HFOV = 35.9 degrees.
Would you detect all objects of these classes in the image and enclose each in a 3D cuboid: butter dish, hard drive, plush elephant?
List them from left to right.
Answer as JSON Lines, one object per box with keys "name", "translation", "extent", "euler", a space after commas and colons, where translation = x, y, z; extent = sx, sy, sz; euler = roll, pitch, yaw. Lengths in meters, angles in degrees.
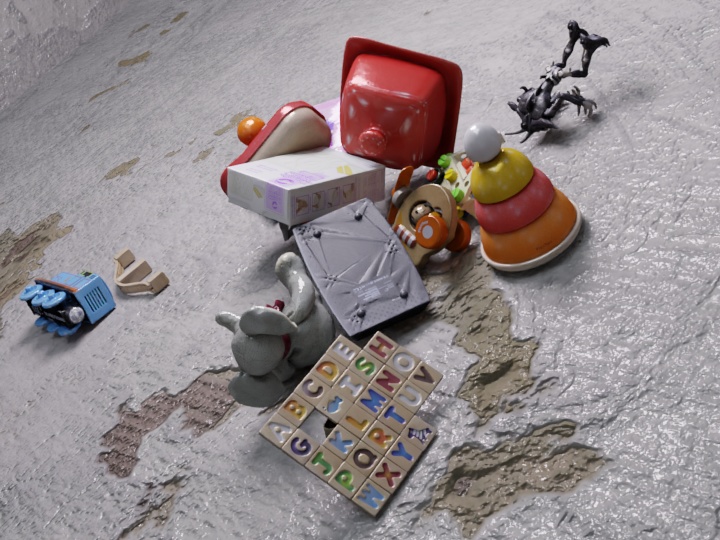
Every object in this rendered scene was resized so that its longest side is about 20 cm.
{"name": "plush elephant", "translation": [-0.120, 0.089, 1.480], "extent": [0.200, 0.154, 0.166], "euler": [42, 120, 44]}
{"name": "hard drive", "translation": [0.000, 0.000, 1.538], "extent": [0.134, 0.042, 0.201], "euler": [-24, 57, -10]}
{"name": "butter dish", "translation": [0.041, -0.229, 1.708], "extent": [0.198, 0.201, 0.148], "euler": [18, 43, 14]}

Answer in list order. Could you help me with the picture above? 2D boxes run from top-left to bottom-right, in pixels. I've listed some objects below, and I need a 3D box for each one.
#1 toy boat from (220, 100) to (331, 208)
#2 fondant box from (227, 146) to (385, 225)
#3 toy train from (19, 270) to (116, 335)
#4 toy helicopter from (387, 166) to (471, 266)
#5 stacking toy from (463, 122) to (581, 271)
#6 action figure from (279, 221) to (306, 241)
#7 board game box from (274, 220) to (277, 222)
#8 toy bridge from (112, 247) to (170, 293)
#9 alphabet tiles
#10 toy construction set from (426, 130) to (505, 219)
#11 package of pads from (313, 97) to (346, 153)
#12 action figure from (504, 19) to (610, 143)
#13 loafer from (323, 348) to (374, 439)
{"name": "toy boat", "translation": [-0.152, -0.198, 1.789], "extent": [0.200, 0.130, 0.131], "euler": [-49, 61, 5]}
{"name": "fondant box", "translation": [-0.080, -0.131, 1.672], "extent": [0.199, 0.059, 0.144], "euler": [-19, 30, -41]}
{"name": "toy train", "translation": [-0.530, 0.053, 1.999], "extent": [0.114, 0.087, 0.199], "euler": [-38, 27, -28]}
{"name": "toy helicopter", "translation": [0.056, -0.060, 1.604], "extent": [0.199, 0.079, 0.133], "euler": [-33, 68, 33]}
{"name": "stacking toy", "translation": [0.194, -0.113, 1.460], "extent": [0.145, 0.201, 0.147], "euler": [-22, 31, 14]}
{"name": "action figure", "translation": [-0.083, -0.066, 1.720], "extent": [0.198, 0.106, 0.194], "euler": [0, 11, 4]}
{"name": "board game box", "translation": [-0.103, -0.176, 1.987], "extent": [0.200, 0.035, 0.135], "euler": [-37, 31, -9]}
{"name": "toy bridge", "translation": [-0.410, 0.008, 2.004], "extent": [0.067, 0.027, 0.200], "euler": [-42, 31, -15]}
{"name": "alphabet tiles", "translation": [0.005, 0.167, 1.310], "extent": [0.167, 0.008, 0.200], "euler": [33, 59, 14]}
{"name": "toy construction set", "translation": [0.169, -0.145, 1.637], "extent": [0.131, 0.092, 0.200], "euler": [-48, 16, 22]}
{"name": "package of pads", "translation": [-0.060, -0.193, 1.877], "extent": [0.120, 0.076, 0.201], "euler": [-17, 54, 23]}
{"name": "action figure", "translation": [0.306, -0.273, 1.700], "extent": [0.201, 0.102, 0.119], "euler": [-58, 39, 7]}
{"name": "loafer", "translation": [0.007, 0.153, 1.371], "extent": [0.076, 0.068, 0.201], "euler": [-13, 36, 26]}
